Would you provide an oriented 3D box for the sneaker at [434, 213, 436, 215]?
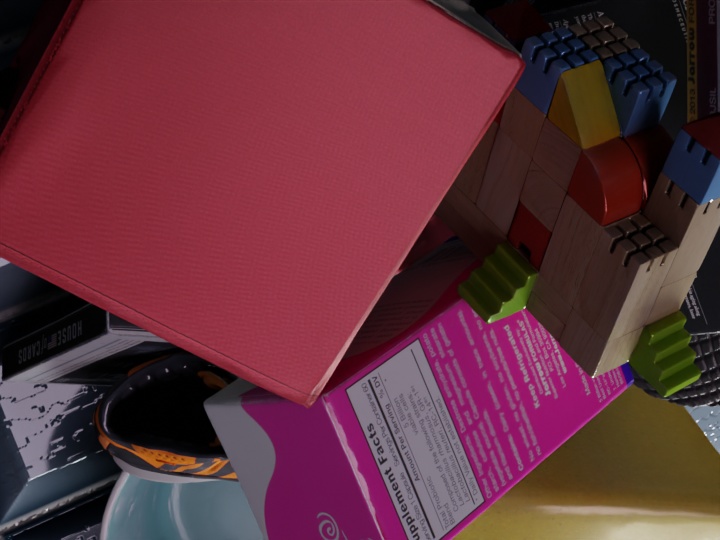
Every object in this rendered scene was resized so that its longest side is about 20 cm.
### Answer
[{"bbox_3d":[0.118,-0.082,0.857,0.199,0.075,0.079,-22,131,-21],"label":"sneaker"}]

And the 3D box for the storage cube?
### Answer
[{"bbox_3d":[-0.058,-0.081,0.644,0.199,0.171,0.181,27,106,-19],"label":"storage cube"}]

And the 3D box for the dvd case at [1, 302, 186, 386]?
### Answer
[{"bbox_3d":[-0.084,0.045,0.812,0.199,0.025,0.150,6,164,-33],"label":"dvd case"}]

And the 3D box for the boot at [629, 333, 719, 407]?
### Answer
[{"bbox_3d":[0.259,0.015,0.865,0.132,0.199,0.070,-39,108,-44],"label":"boot"}]

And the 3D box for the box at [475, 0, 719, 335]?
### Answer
[{"bbox_3d":[0.158,-0.066,0.755,0.079,0.140,0.201,-49,123,-43],"label":"box"}]

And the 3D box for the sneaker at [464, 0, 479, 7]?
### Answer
[{"bbox_3d":[-0.003,-0.143,0.743,0.083,0.072,0.200,29,106,-42],"label":"sneaker"}]

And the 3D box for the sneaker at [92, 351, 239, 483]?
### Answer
[{"bbox_3d":[-0.047,0.086,0.775,0.198,0.078,0.112,-2,168,-6],"label":"sneaker"}]

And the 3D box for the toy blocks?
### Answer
[{"bbox_3d":[0.097,-0.054,0.670,0.099,0.200,0.137,-21,143,-31],"label":"toy blocks"}]

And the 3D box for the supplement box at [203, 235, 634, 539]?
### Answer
[{"bbox_3d":[0.035,0.062,0.735,0.199,0.101,0.104,-31,104,-38],"label":"supplement box"}]

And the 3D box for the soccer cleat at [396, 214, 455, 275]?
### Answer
[{"bbox_3d":[0.000,0.000,0.851,0.199,0.067,0.076,-2,153,-37],"label":"soccer cleat"}]

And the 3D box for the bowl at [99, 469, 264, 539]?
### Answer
[{"bbox_3d":[-0.063,0.161,0.904,0.199,0.105,0.203,-1,100,-7],"label":"bowl"}]

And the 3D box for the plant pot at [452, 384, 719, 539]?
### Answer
[{"bbox_3d":[0.116,0.168,1.009,0.198,0.195,0.197,9,121,-28],"label":"plant pot"}]

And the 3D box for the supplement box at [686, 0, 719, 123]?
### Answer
[{"bbox_3d":[0.255,-0.113,0.649,0.199,0.103,0.132,-13,107,-27],"label":"supplement box"}]
